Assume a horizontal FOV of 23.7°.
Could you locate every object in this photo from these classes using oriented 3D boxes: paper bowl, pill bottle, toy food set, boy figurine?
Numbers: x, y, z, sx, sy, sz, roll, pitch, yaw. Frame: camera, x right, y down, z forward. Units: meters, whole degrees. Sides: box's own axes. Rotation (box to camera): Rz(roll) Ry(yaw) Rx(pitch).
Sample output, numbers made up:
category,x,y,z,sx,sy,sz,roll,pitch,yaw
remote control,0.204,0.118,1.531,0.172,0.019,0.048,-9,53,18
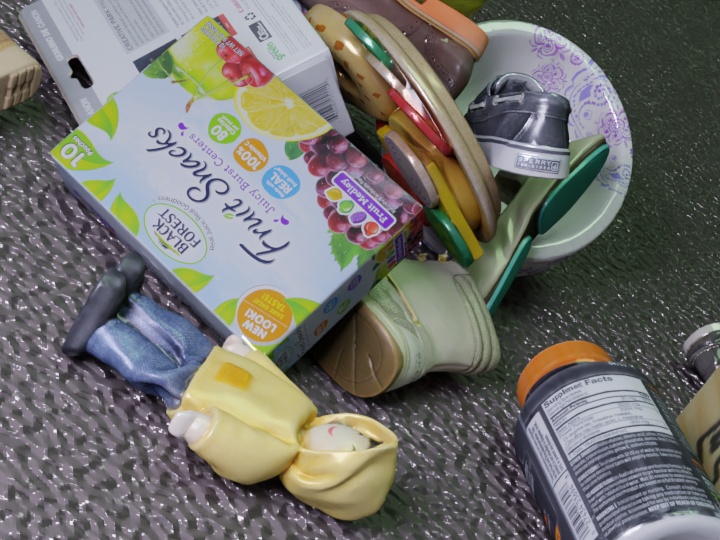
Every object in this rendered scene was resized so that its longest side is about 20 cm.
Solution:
category,x,y,z,sx,sy,sz,roll,pitch,yaw
paper bowl,0.113,-0.094,1.402,0.199,0.104,0.202,5,75,-20
pill bottle,0.162,0.131,1.101,0.106,0.106,0.200,22,26,-27
toy food set,0.034,-0.100,1.219,0.201,0.049,0.198,61,-7,-26
boy figurine,-0.070,0.074,0.960,0.199,0.065,0.124,33,20,5

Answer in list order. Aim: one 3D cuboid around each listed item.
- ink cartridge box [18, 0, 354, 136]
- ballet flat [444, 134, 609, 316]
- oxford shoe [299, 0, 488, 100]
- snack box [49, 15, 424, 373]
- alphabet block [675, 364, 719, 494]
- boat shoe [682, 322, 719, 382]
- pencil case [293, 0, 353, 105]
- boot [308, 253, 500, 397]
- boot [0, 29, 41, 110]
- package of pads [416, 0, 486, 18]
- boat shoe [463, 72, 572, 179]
category,x,y,z,sx,sy,sz,roll,pitch,yaw
ink cartridge box,-0.129,-0.146,1.236,0.200,0.175,0.084,56,-10,41
ballet flat,0.114,-0.041,1.304,0.069,0.070,0.200,36,67,5
oxford shoe,-0.003,-0.191,1.305,0.199,0.073,0.071,26,-9,-4
snack box,-0.078,-0.047,1.087,0.200,0.142,0.053,42,-14,19
alphabet block,0.328,0.153,1.168,0.195,0.197,0.200,29,23,-7
boat shoe,0.363,0.092,1.510,0.199,0.067,0.057,10,49,-36
pencil case,-0.015,-0.176,1.414,0.199,0.083,0.091,11,67,-46
boot,0.000,0.000,1.184,0.154,0.072,0.200,-3,48,-54
boot,-0.313,-0.137,1.067,0.166,0.073,0.200,27,22,15
package of pads,0.031,-0.254,1.324,0.154,0.069,0.200,25,-8,-6
boat shoe,0.108,-0.108,1.227,0.071,0.068,0.200,8,6,-7
